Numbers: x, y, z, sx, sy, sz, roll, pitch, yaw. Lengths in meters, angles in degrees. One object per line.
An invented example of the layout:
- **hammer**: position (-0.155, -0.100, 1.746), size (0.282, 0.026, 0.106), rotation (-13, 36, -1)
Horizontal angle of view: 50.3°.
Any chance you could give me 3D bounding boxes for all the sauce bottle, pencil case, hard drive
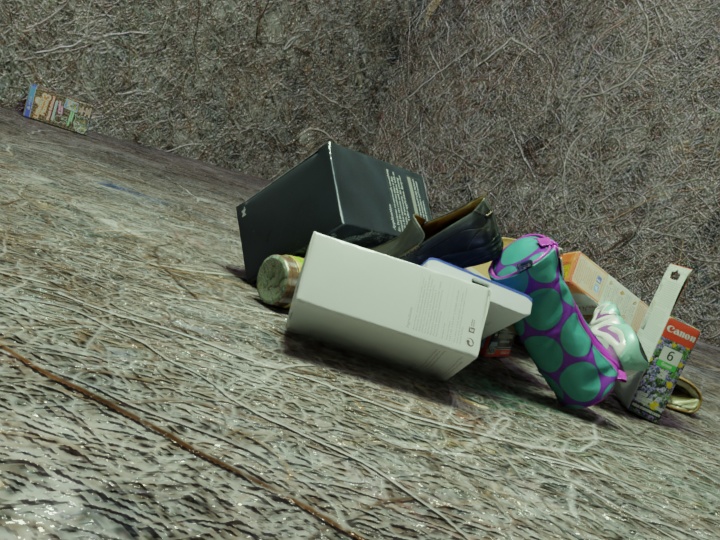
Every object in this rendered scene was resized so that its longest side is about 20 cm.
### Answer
- **sauce bottle**: position (-0.045, 0.022, 0.996), size (0.064, 0.066, 0.197), rotation (24, 9, 40)
- **pencil case**: position (0.233, 0.061, 0.914), size (0.203, 0.091, 0.085), rotation (59, 26, -13)
- **hard drive**: position (0.099, 0.048, 0.916), size (0.129, 0.026, 0.200), rotation (21, -23, -11)

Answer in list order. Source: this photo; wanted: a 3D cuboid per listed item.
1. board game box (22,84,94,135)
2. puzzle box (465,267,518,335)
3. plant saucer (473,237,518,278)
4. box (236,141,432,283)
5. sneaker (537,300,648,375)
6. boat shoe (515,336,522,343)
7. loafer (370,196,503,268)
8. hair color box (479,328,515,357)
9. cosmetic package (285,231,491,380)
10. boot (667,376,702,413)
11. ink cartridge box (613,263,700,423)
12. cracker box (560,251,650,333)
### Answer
- **board game box**: position (-0.966, -0.517, 2.467), size (0.195, 0.099, 0.159), rotation (16, 8, -23)
- **puzzle box**: position (0.170, 0.036, 1.004), size (0.198, 0.026, 0.133), rotation (32, 13, -26)
- **plant saucer**: position (0.204, -0.002, 1.178), size (0.194, 0.036, 0.201), rotation (-1, 22, 0)
- **box**: position (-0.033, -0.059, 1.054), size (0.194, 0.121, 0.197), rotation (-28, -25, 37)
- **sneaker**: position (0.314, 0.112, 1.083), size (0.137, 0.079, 0.200), rotation (-26, 2, 11)
- **boat shoe**: position (0.247, 0.064, 1.224), size (0.198, 0.067, 0.073), rotation (34, -20, -30)
- **loafer**: position (0.071, -0.036, 0.927), size (0.195, 0.074, 0.073), rotation (-16, 27, 4)
- **hair color box**: position (0.125, 0.062, 1.135), size (0.197, 0.066, 0.110), rotation (22, 6, 30)
- **cosmetic package**: position (0.024, 0.042, 0.814), size (0.195, 0.083, 0.113), rotation (20, -23, -7)
- **boot**: position (0.455, 0.157, 1.263), size (0.171, 0.068, 0.200), rotation (19, 9, 8)
- **ink cartridge box**: position (0.420, 0.097, 1.059), size (0.049, 0.204, 0.109), rotation (23, 8, 5)
- **cracker box**: position (0.361, 0.050, 1.229), size (0.198, 0.059, 0.133), rotation (33, -20, -22)
